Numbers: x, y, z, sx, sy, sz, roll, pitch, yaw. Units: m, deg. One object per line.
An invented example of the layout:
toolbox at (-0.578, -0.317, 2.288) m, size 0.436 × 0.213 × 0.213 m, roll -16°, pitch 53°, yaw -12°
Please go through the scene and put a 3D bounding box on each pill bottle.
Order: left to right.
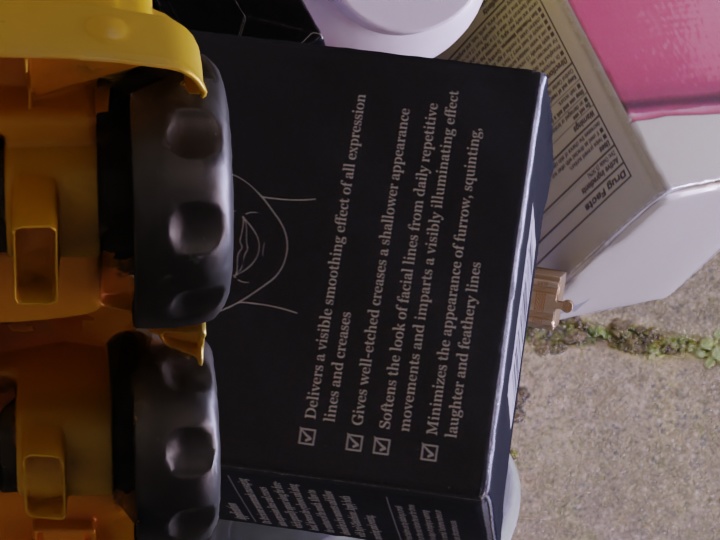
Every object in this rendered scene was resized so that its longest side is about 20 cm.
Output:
pill bottle at (-0.001, -0.140, 1.275) m, size 0.200 × 0.103 × 0.105 m, roll -164°, pitch -100°, yaw -77°

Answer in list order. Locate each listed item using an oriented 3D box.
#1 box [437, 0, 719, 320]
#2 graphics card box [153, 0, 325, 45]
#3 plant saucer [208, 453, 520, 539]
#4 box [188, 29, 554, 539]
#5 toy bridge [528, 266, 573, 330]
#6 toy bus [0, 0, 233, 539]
box at (0.105, -0.094, 1.381) m, size 0.128 × 0.108 × 0.201 m, roll -44°, pitch -116°, yaw 44°
graphics card box at (-0.053, -0.096, 1.162) m, size 0.126 × 0.051 × 0.200 m, roll 61°, pitch -3°, yaw 19°
plant saucer at (-0.019, 0.127, 1.409) m, size 0.050 × 0.199 × 0.201 m, roll 61°, pitch 26°, yaw -29°
box at (-0.041, 0.005, 0.982) m, size 0.107 × 0.198 × 0.150 m, roll 75°, pitch 24°, yaw -74°
toy bridge at (0.000, 0.000, 1.307) m, size 0.067 × 0.198 × 0.027 m, roll -28°, pitch 127°, yaw -79°
toy bus at (-0.109, -0.029, 0.790) m, size 0.193 × 0.135 × 0.201 m, roll -99°, pitch -171°, yaw -48°
